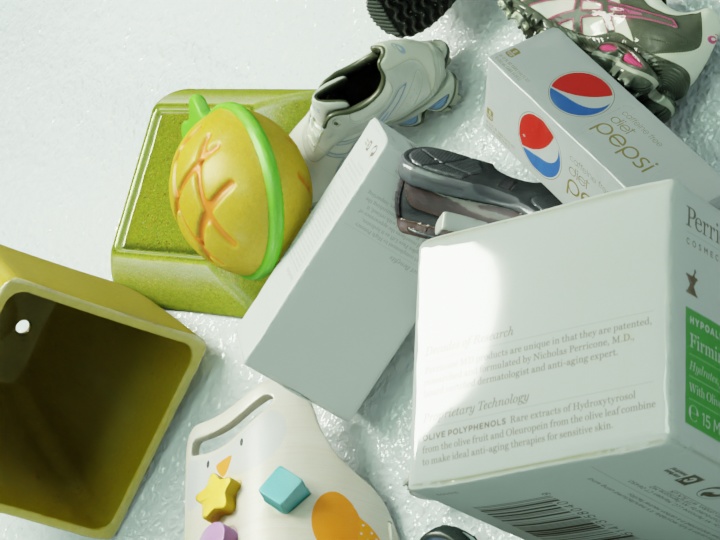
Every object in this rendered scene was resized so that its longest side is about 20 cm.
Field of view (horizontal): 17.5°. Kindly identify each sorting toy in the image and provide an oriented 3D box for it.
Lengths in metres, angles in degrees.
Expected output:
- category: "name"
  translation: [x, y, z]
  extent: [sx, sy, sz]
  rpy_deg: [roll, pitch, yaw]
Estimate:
- category: "sorting toy"
  translation: [-0.084, 0.179, 1.762]
  extent: [0.200, 0.107, 0.181]
  rpy_deg: [-35, 48, 31]

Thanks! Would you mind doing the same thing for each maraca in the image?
- category: "maraca"
  translation: [-0.102, -0.068, 1.830]
  extent: [0.200, 0.106, 0.138]
  rpy_deg: [-146, 54, -60]

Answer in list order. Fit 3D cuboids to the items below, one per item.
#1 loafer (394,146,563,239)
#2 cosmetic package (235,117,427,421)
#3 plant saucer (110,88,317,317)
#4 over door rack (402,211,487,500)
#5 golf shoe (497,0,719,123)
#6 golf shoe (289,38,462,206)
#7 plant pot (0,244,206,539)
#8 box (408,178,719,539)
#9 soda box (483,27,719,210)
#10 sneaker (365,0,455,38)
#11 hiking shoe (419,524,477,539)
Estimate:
- category: "loafer"
  translation: [0.115, -0.029, 1.655]
  extent: [0.199, 0.072, 0.063]
  rpy_deg: [22, 116, 21]
- category: "cosmetic package"
  translation: [0.000, 0.000, 1.749]
  extent: [0.200, 0.101, 0.074]
  rpy_deg: [-55, 18, 11]
- category: "plant saucer"
  translation: [-0.135, -0.068, 1.973]
  extent: [0.199, 0.048, 0.201]
  rpy_deg: [5, 76, 47]
- category: "over door rack"
  translation: [0.072, 0.068, 1.620]
  extent: [0.200, 0.066, 0.149]
  rpy_deg: [96, 180, -69]
- category: "golf shoe"
  translation: [0.178, -0.175, 1.690]
  extent: [0.088, 0.077, 0.200]
  rpy_deg: [-47, 46, -6]
- category: "golf shoe"
  translation: [-0.019, -0.123, 1.836]
  extent: [0.200, 0.097, 0.079]
  rpy_deg: [-40, 58, 29]
- category: "plant pot"
  translation: [-0.282, 0.077, 1.955]
  extent: [0.195, 0.195, 0.200]
  rpy_deg: [-63, 34, 11]
- category: "box"
  translation: [0.165, 0.071, 1.472]
  extent: [0.199, 0.199, 0.172]
  rpy_deg: [-15, 61, 35]
- category: "soda box"
  translation: [0.167, -0.079, 1.602]
  extent: [0.200, 0.063, 0.068]
  rpy_deg: [47, 151, 34]
- category: "sneaker"
  translation: [0.092, -0.260, 1.808]
  extent: [0.199, 0.070, 0.094]
  rpy_deg: [-31, 24, 18]
- category: "hiking shoe"
  translation: [0.055, 0.262, 1.585]
  extent: [0.074, 0.086, 0.201]
  rpy_deg: [-35, 48, 41]
